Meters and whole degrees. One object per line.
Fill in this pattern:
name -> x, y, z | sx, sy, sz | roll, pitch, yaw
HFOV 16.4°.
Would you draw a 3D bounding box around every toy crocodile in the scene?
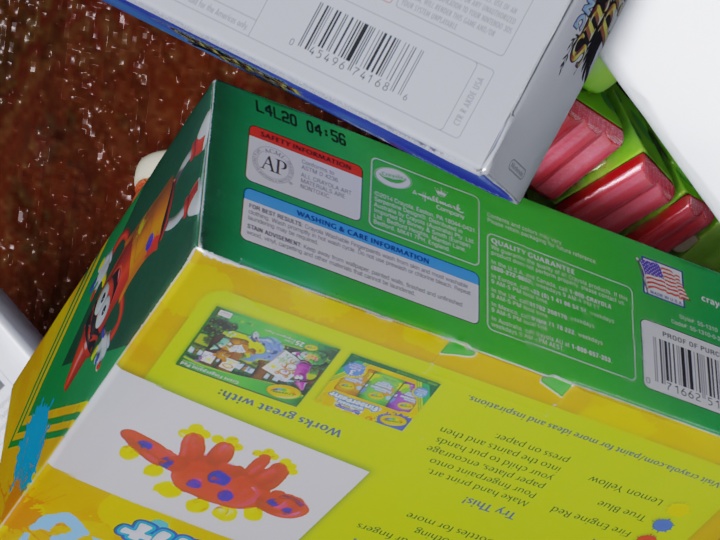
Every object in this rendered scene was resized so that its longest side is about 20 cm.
toy crocodile -> 0.075, -0.039, 0.819 | 0.067, 0.200, 0.062 | -36, 53, 18

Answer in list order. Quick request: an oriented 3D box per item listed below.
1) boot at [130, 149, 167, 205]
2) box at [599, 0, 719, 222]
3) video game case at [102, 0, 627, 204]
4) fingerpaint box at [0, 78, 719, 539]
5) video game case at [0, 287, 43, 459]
boot -> 0.000, 0.000, 0.883 | 0.199, 0.075, 0.108 | 1, 67, 17
box -> 0.170, -0.050, 0.793 | 0.106, 0.152, 0.200 | -36, 91, 19
video game case -> 0.002, -0.143, 0.739 | 0.200, 0.045, 0.182 | 28, 89, 22
fingerpaint box -> 0.007, 0.047, 0.785 | 0.199, 0.074, 0.167 | 20, 136, -18
video game case -> -0.138, 0.136, 0.875 | 0.200, 0.024, 0.182 | -42, 87, 17
